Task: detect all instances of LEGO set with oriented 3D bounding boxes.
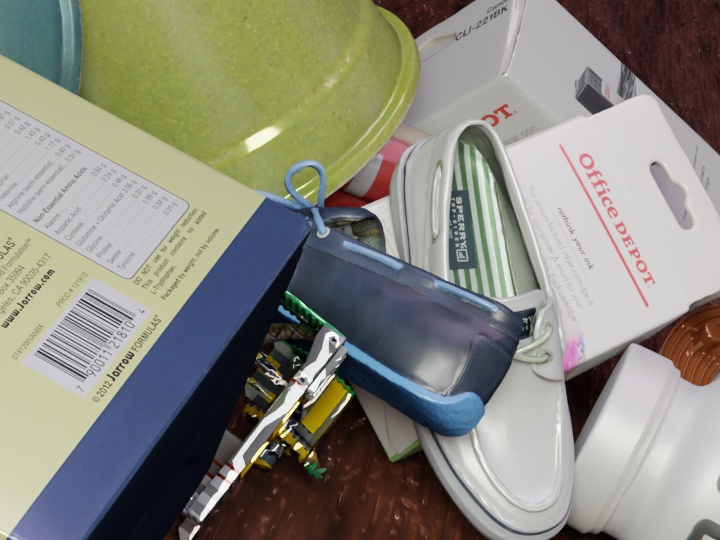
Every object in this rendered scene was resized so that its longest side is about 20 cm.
[{"bbox_3d":[-0.100,0.041,1.025,0.200,0.116,0.154,40,-12,-3],"label":"LEGO set"}]

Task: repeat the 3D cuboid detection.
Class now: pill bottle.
[{"bbox_3d":[0.199,0.122,1.146,0.200,0.117,0.116,28,18,4],"label":"pill bottle"}]

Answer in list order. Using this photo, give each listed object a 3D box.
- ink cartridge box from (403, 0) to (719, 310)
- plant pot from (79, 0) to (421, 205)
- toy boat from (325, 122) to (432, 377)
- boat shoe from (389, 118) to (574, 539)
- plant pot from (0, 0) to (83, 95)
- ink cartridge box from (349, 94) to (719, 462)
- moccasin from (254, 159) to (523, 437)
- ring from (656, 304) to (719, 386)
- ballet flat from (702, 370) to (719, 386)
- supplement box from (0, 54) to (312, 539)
[{"bbox_3d":[0.102,-0.050,1.330,0.200,0.144,0.084,40,44,-24],"label":"ink cartridge box"},{"bbox_3d":[-0.096,-0.140,1.165,0.185,0.200,0.200,62,-4,-34],"label":"plant pot"},{"bbox_3d":[0.000,0.000,1.249,0.199,0.131,0.131,23,47,-11],"label":"toy boat"},{"bbox_3d":[0.057,0.027,1.088,0.073,0.067,0.201,-12,77,-22],"label":"boat shoe"},{"bbox_3d":[-0.262,-0.103,1.043,0.200,0.201,0.196,35,27,25],"label":"plant pot"},{"bbox_3d":[0.081,0.001,1.181,0.200,0.067,0.117,-23,80,-24],"label":"ink cartridge box"},{"bbox_3d":[-0.010,0.004,1.076,0.200,0.068,0.081,33,-13,25],"label":"moccasin"},{"bbox_3d":[0.245,0.100,1.290,0.200,0.019,0.201,22,44,-22],"label":"ring"},{"bbox_3d":[0.225,0.089,1.339,0.199,0.067,0.067,21,-16,-22],"label":"ballet flat"},{"bbox_3d":[-0.157,0.033,0.781,0.199,0.134,0.200,28,38,5],"label":"supplement box"}]
